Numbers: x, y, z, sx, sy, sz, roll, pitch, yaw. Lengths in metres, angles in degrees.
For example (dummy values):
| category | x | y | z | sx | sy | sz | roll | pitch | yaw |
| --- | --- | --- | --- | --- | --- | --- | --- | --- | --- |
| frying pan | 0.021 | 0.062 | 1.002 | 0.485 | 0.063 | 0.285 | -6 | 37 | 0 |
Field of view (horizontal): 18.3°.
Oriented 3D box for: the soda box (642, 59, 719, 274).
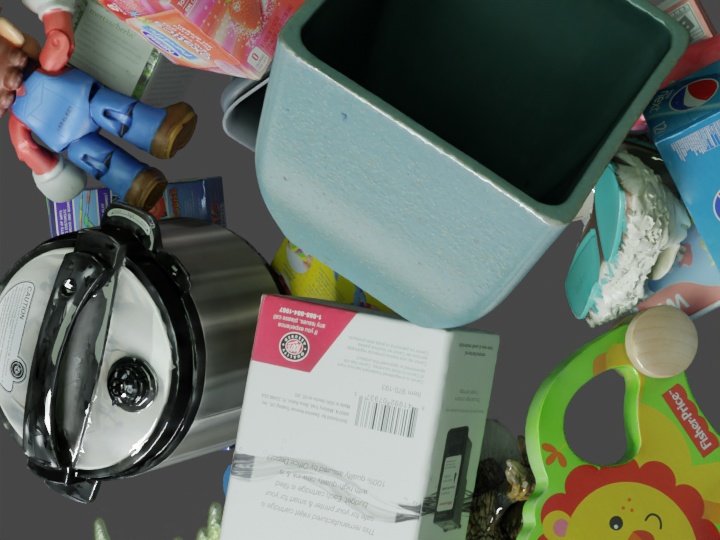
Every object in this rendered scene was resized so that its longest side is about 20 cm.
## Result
| category | x | y | z | sx | sy | sz | roll | pitch | yaw |
| --- | --- | --- | --- | --- | --- | --- | --- | --- | --- |
| soda box | 0.251 | -0.031 | 1.437 | 0.064 | 0.068 | 0.201 | -25 | 117 | 10 |

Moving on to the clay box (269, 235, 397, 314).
| category | x | y | z | sx | sy | sz | roll | pitch | yaw |
| --- | --- | --- | --- | --- | --- | --- | --- | --- | --- |
| clay box | 0.000 | 0.000 | 1.560 | 0.115 | 0.047 | 0.200 | 53 | 133 | 26 |

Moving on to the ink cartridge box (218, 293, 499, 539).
| category | x | y | z | sx | sy | sz | roll | pitch | yaw |
| --- | --- | --- | --- | --- | --- | --- | --- | --- | --- |
| ink cartridge box | -0.003 | 0.127 | 1.470 | 0.145 | 0.083 | 0.201 | 11 | 91 | 28 |

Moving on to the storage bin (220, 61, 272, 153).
| category | x | y | z | sx | sy | sz | roll | pitch | yaw |
| --- | --- | --- | --- | --- | --- | --- | --- | --- | --- |
| storage bin | -0.004 | -0.180 | 1.544 | 0.199 | 0.145 | 0.135 | -31 | 57 | 21 |

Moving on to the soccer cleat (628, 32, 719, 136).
| category | x | y | z | sx | sy | sz | roll | pitch | yaw |
| --- | --- | --- | --- | --- | --- | --- | --- | --- | --- |
| soccer cleat | 0.233 | -0.125 | 1.473 | 0.199 | 0.076 | 0.067 | -23 | 50 | 34 |

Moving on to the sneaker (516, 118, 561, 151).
| category | x | y | z | sx | sy | sz | roll | pitch | yaw |
| --- | --- | --- | --- | --- | --- | --- | --- | --- | --- |
| sneaker | 0.127 | -0.178 | 1.473 | 0.079 | 0.095 | 0.201 | 2 | 70 | 41 |

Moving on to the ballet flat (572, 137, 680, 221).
| category | x | y | z | sx | sy | sz | roll | pitch | yaw |
| --- | --- | --- | --- | --- | --- | --- | --- | --- | --- |
| ballet flat | 0.126 | -0.062 | 1.510 | 0.199 | 0.067 | 0.064 | 16 | 64 | 30 |

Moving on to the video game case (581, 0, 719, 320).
| category | x | y | z | sx | sy | sz | roll | pitch | yaw |
| --- | --- | --- | --- | --- | --- | --- | --- | --- | --- |
| video game case | 0.211 | -0.071 | 1.526 | 0.143 | 0.017 | 0.201 | -29 | 86 | 21 |

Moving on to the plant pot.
| category | x | y | z | sx | sy | sz | roll | pitch | yaw |
| --- | --- | --- | --- | --- | --- | --- | --- | --- | --- |
| plant pot | 0.049 | -0.082 | 1.371 | 0.196 | 0.196 | 0.200 | 33 | 142 | 4 |

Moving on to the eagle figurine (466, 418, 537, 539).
| category | x | y | z | sx | sy | sz | roll | pitch | yaw |
| --- | --- | --- | --- | --- | --- | --- | --- | --- | --- |
| eagle figurine | 0.073 | 0.212 | 1.538 | 0.152 | 0.151 | 0.200 | 42 | 110 | 14 |

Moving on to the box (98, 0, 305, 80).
| category | x | y | z | sx | sy | sz | roll | pitch | yaw |
| --- | --- | --- | --- | --- | --- | --- | --- | --- | --- |
| box | -0.078 | -0.239 | 1.483 | 0.102 | 0.095 | 0.201 | 16 | 73 | 49 |

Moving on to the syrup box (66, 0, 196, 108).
| category | x | y | z | sx | sy | sz | roll | pitch | yaw |
| --- | --- | --- | --- | --- | --- | --- | --- | --- | --- |
| syrup box | -0.143 | -0.205 | 1.611 | 0.079 | 0.081 | 0.201 | 31 | 105 | 15 |

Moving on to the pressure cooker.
| category | x | y | z | sx | sy | sz | roll | pitch | yaw |
| --- | --- | --- | --- | --- | --- | --- | --- | --- | --- |
| pressure cooker | -0.159 | 0.051 | 1.537 | 0.178 | 0.200 | 0.177 | -27 | 83 | 28 |

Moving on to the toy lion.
| category | x | y | z | sx | sy | sz | roll | pitch | yaw |
| --- | --- | --- | --- | --- | --- | --- | --- | --- | --- |
| toy lion | 0.178 | 0.152 | 1.481 | 0.191 | 0.069 | 0.201 | -34 | 92 | -14 |

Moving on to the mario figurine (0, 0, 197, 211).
| category | x | y | z | sx | sy | sz | roll | pitch | yaw |
| --- | --- | --- | --- | --- | --- | --- | --- | --- | --- |
| mario figurine | -0.212 | -0.128 | 1.578 | 0.199 | 0.106 | 0.124 | 32 | 72 | 5 |

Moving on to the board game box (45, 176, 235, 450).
| category | x | y | z | sx | sy | sz | roll | pitch | yaw |
| --- | --- | --- | --- | --- | --- | --- | --- | --- | --- |
| board game box | -0.160 | 0.035 | 1.667 | 0.135 | 0.034 | 0.201 | -3 | 95 | 22 |

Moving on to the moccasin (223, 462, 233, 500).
| category | x | y | z | sx | sy | sz | roll | pitch | yaw |
| --- | --- | --- | --- | --- | --- | --- | --- | --- | --- |
| moccasin | -0.018 | 0.148 | 1.599 | 0.199 | 0.068 | 0.081 | -15 | 96 | 47 |

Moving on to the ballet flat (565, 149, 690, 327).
| category | x | y | z | sx | sy | sz | roll | pitch | yaw |
| --- | --- | --- | --- | --- | --- | --- | --- | --- | --- |
| ballet flat | 0.177 | -0.025 | 1.446 | 0.071 | 0.200 | 0.072 | 1 | 68 | -4 |
